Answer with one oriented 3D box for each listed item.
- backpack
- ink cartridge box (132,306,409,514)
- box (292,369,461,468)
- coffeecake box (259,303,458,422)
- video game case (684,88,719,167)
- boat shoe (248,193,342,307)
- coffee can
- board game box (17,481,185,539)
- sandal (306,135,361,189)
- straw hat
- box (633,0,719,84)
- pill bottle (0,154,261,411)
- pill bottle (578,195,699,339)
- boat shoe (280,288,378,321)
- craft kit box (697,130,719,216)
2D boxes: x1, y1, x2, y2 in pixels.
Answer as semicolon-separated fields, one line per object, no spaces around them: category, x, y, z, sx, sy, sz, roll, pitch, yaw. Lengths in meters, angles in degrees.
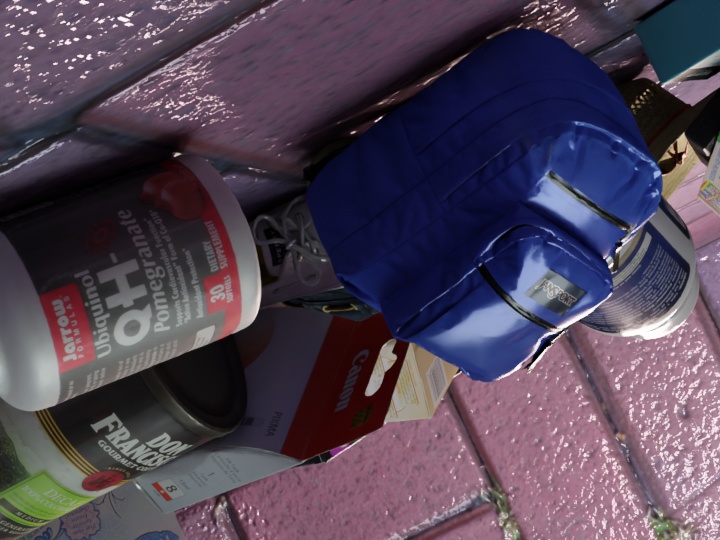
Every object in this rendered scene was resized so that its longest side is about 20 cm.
backpack;0.097;-0.040;1.215;0.200;0.169;0.162;-41;142;20
ink cartridge box;-0.058;0.080;1.337;0.199;0.050;0.163;-26;-155;31
box;-0.016;0.119;1.641;0.199;0.036;0.142;-28;-172;-42
coffeecake box;-0.021;0.067;1.569;0.198;0.074;0.154;-7;-158;22
video game case;0.327;-0.161;1.481;0.181;0.025;0.200;-52;168;7
boat shoe;-0.053;-0.019;1.371;0.201;0.075;0.086;-18;172;19
coffee can;-0.199;0.085;1.290;0.199;0.147;0.146;-28;171;19
board game box;-0.259;0.174;1.474;0.199;0.200;0.043;-20;170;-29
sandal;0.045;-0.078;1.326;0.200;0.057;0.080;2;125;-36
straw hat;0.225;-0.108;1.536;0.201;0.085;0.201;-47;168;-14
box;0.295;-0.201;1.311;0.199;0.049;0.082;-31;170;34
pill bottle;-0.166;0.014;1.076;0.199;0.111;0.111;-22;171;-25
pill bottle;0.183;-0.015;1.383;0.110;0.112;0.200;-27;151;17
boat shoe;0.000;0.000;1.429;0.091;0.071;0.199;32;148;-34
craft kit box;0.345;-0.145;1.438;0.198;0.048;0.200;-50;167;-11
